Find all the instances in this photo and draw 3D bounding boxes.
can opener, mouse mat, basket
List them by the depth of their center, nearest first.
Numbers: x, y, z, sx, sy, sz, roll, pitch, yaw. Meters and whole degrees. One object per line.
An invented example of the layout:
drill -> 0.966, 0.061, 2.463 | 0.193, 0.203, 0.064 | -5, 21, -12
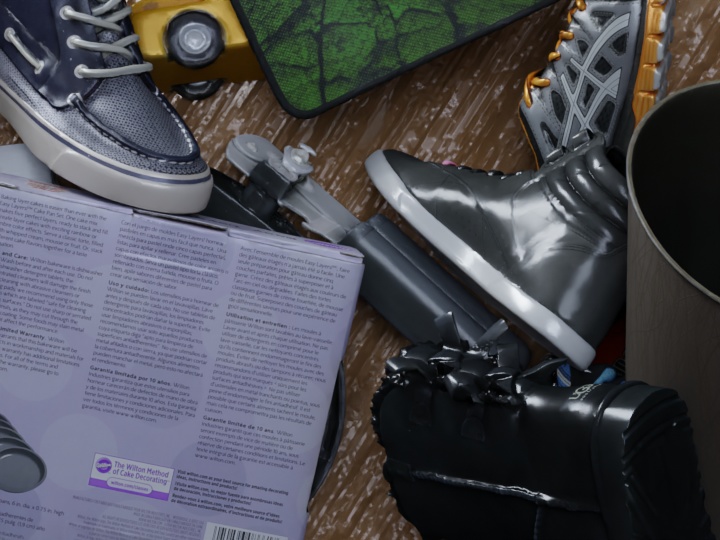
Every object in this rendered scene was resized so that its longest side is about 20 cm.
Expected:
basket -> 0.186, 0.042, 1.202 | 0.136, 0.200, 0.180 | -8, 43, -11
mouse mat -> 0.017, -0.185, 1.292 | 0.200, 0.008, 0.161 | -25, 93, 15
can opener -> 0.000, 0.000, 1.347 | 0.200, 0.053, 0.067 | 38, 112, 8

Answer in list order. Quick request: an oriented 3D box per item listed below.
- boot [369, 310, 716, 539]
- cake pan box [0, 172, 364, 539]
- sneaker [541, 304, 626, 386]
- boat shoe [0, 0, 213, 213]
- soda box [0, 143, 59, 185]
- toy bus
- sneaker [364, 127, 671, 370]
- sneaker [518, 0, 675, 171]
boot -> 0.086, 0.124, 1.205 | 0.073, 0.162, 0.199 | -26, 114, -40
cake pan box -> -0.105, 0.060, 1.282 | 0.200, 0.052, 0.185 | 11, 99, -5
sneaker -> 0.104, 0.075, 1.296 | 0.078, 0.090, 0.200 | 24, 70, 31
boat shoe -> -0.137, -0.109, 1.294 | 0.200, 0.075, 0.093 | 36, 119, 37
soda box -> -0.254, -0.018, 1.324 | 0.200, 0.068, 0.064 | -6, 77, -5
toy bus -> -0.024, -0.146, 1.366 | 0.200, 0.065, 0.078 | -9, 77, -5
sneaker -> 0.084, -0.034, 1.300 | 0.099, 0.071, 0.200 | -48, 42, -1
sneaker -> 0.121, -0.096, 1.335 | 0.077, 0.078, 0.200 | 9, 98, 11
